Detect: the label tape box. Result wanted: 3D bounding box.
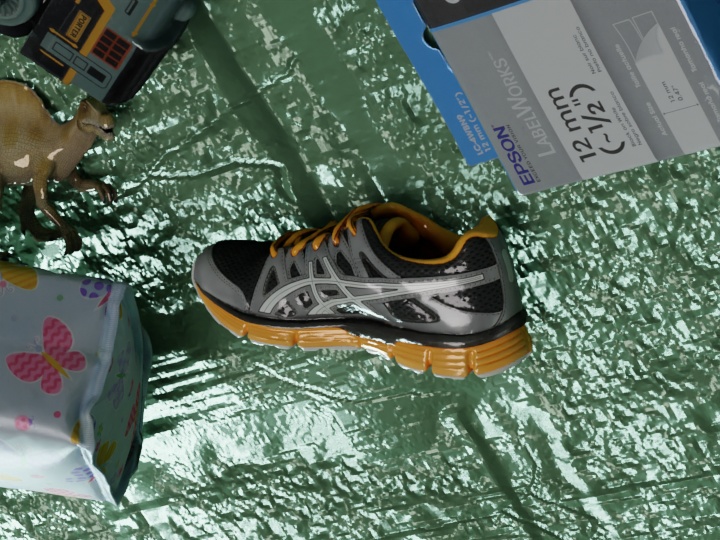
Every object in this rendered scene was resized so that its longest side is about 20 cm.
[{"bbox_3d":[0.080,-0.113,1.053,0.199,0.066,0.144,-15,113,41],"label":"label tape box"}]

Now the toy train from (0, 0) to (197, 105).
[{"bbox_3d":[-0.123,-0.171,1.151,0.114,0.085,0.200,33,136,-8],"label":"toy train"}]

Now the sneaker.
[{"bbox_3d":[0.000,0.000,1.203,0.199,0.078,0.078,8,114,28],"label":"sneaker"}]

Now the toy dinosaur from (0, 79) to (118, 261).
[{"bbox_3d":[-0.205,-0.059,1.327,0.199,0.058,0.102,-4,106,30],"label":"toy dinosaur"}]

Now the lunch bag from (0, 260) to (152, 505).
[{"bbox_3d":[-0.213,0.064,1.332,0.168,0.128,0.200,9,160,4],"label":"lunch bag"}]
